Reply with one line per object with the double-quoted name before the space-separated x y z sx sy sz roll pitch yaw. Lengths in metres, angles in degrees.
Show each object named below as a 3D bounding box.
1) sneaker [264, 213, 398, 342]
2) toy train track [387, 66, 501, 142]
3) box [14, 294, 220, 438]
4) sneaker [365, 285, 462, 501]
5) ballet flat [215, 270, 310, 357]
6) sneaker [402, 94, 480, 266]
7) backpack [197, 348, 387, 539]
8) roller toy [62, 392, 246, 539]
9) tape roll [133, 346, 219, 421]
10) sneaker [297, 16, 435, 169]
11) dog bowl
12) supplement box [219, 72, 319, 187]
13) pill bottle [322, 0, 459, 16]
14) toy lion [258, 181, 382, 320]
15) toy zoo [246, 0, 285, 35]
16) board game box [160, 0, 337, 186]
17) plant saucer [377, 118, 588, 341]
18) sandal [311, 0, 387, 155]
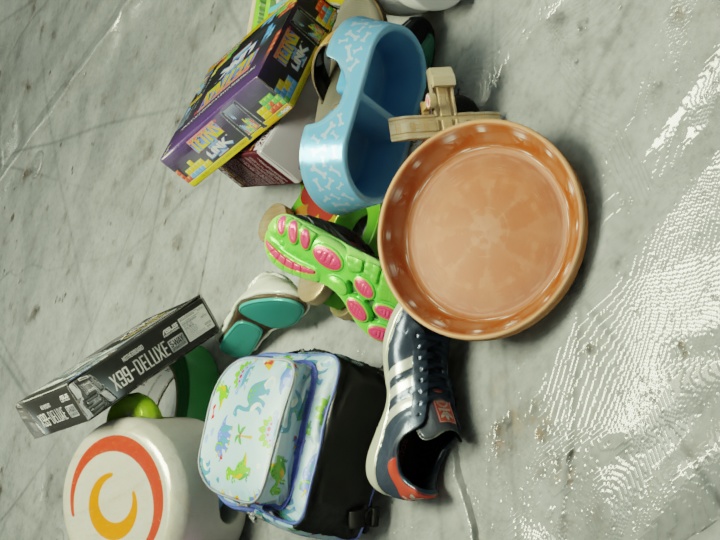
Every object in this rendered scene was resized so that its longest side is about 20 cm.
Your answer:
"sneaker" 0.000 0.000 1.463 0.199 0.084 0.077 37 119 14
"toy train track" 0.092 -0.100 1.401 0.033 0.114 0.202 134 130 -70
"box" -0.275 0.110 1.678 0.157 0.200 0.050 -21 102 54
"sneaker" 0.064 0.116 1.372 0.084 0.074 0.202 11 94 58
"ballet flat" -0.109 0.037 1.648 0.200 0.069 0.070 140 136 -58
"sneaker" 0.059 -0.069 1.466 0.108 0.067 0.203 -13 61 54
"backpack" -0.075 0.165 1.481 0.199 0.146 0.185 -5 69 57
"roller toy" -0.223 0.255 1.638 0.182 0.139 0.201 34 105 32
"tape roll" -0.241 0.183 1.803 0.200 0.048 0.202 -29 52 47
"sneaker" 0.003 -0.184 1.548 0.087 0.074 0.201 16 71 38
"dog bowl" 0.008 -0.151 1.437 0.049 0.111 0.202 2 70 40
"supplement box" -0.096 -0.155 1.678 0.109 0.061 0.200 -58 19 -12
"pill bottle" 0.030 -0.331 1.584 0.200 0.114 0.115 21 92 56
"toy lion" -0.016 -0.075 1.591 0.192 0.068 0.200 -54 37 14
"toy zoo" -0.078 -0.325 1.821 0.199 0.020 0.132 -11 67 54
"board game box" -0.125 -0.205 1.652 0.200 0.057 0.166 -33 26 43
"plant saucer" 0.111 -0.036 1.341 0.199 0.032 0.202 -5 79 25
"sandal" -0.024 -0.200 1.500 0.081 0.054 0.202 -8 60 49
